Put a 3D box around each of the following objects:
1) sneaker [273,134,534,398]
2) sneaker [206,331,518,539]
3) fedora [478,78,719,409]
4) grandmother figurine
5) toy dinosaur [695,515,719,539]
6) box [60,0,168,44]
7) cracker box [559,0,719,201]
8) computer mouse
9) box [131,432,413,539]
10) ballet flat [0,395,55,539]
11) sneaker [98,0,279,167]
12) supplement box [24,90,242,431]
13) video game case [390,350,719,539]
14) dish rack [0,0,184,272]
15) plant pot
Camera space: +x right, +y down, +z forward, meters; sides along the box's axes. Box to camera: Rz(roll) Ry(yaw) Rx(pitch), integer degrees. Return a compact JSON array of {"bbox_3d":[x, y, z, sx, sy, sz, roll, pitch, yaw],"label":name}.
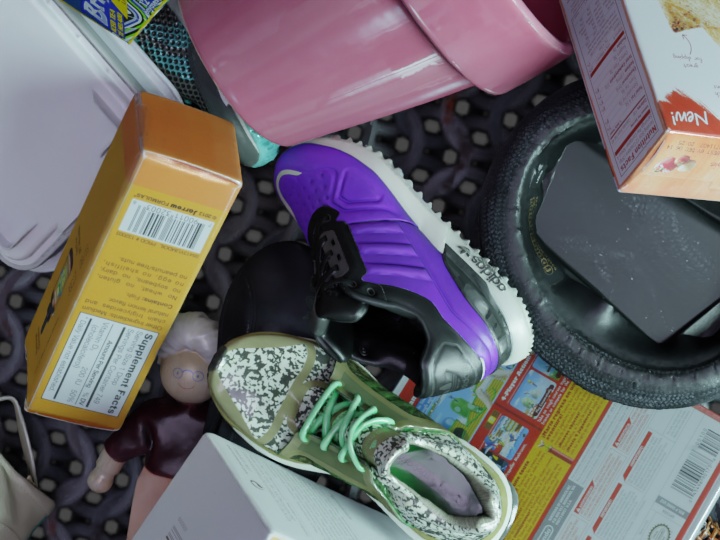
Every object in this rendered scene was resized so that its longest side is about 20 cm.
[{"bbox_3d":[0.000,0.000,0.986,0.099,0.070,0.200,-31,58,-30],"label":"sneaker"},{"bbox_3d":[0.005,0.092,0.955,0.199,0.089,0.077,29,79,0],"label":"sneaker"},{"bbox_3d":[0.166,-0.020,1.009,0.198,0.092,0.203,0,95,3],"label":"fedora"},{"bbox_3d":[-0.108,0.125,1.056,0.120,0.061,0.203,4,97,-12],"label":"grandmother figurine"},{"bbox_3d":[0.156,0.172,1.042,0.198,0.102,0.137,22,81,19],"label":"toy dinosaur"},{"bbox_3d":[-0.107,-0.234,0.967,0.064,0.070,0.201,31,62,-17],"label":"box"},{"bbox_3d":[0.186,-0.134,0.941,0.133,0.058,0.202,3,57,-24],"label":"cracker box"},{"bbox_3d":[-0.042,0.084,1.027,0.137,0.053,0.203,8,88,-34],"label":"computer mouse"},{"bbox_3d":[-0.040,0.213,0.986,0.199,0.106,0.153,29,100,-35],"label":"box"},{"bbox_3d":[-0.253,0.081,1.064,0.069,0.069,0.201,-27,95,5],"label":"ballet flat"},{"bbox_3d":[-0.121,-0.142,1.036,0.091,0.078,0.201,-33,89,22],"label":"sneaker"},{"bbox_3d":[-0.138,-0.001,1.000,0.068,0.067,0.201,18,123,-23],"label":"supplement box"},{"bbox_3d":[0.111,0.109,1.011,0.199,0.017,0.144,30,78,18],"label":"video game case"},{"bbox_3d":[-0.218,-0.107,1.023,0.171,0.044,0.200,-41,92,26],"label":"dish rack"},{"bbox_3d":[0.001,-0.169,0.969,0.178,0.200,0.201,-28,93,21],"label":"plant pot"}]
